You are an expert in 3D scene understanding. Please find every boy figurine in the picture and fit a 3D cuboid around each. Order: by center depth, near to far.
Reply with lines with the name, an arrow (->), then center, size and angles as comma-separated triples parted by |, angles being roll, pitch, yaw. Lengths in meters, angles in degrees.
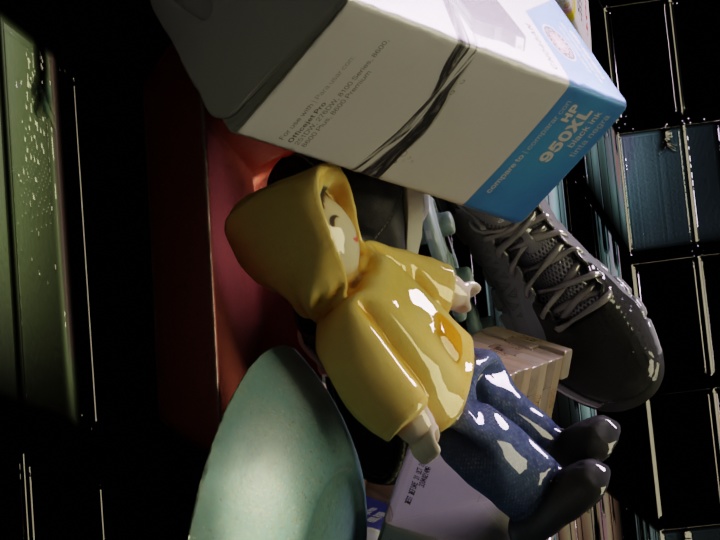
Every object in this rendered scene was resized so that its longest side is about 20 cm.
boy figurine -> 0.025, 0.029, 1.170 | 0.200, 0.064, 0.124 | 46, 32, -12

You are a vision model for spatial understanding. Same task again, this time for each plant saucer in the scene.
plant saucer -> -0.030, 0.134, 1.155 | 0.201, 0.039, 0.202 | 7, 90, -75
plant saucer -> -0.059, 0.008, 1.227 | 0.200, 0.037, 0.200 | 51, 33, -71

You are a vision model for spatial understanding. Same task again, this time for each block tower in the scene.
block tower -> 0.044, 0.078, 1.440 | 0.200, 0.054, 0.058 | -17, 121, -57

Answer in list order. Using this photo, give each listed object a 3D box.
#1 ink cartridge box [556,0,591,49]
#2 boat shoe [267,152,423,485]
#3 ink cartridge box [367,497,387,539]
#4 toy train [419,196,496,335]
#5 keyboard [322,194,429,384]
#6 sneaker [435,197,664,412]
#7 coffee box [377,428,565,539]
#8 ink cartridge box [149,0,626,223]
ink cartridge box -> 0.057, -0.222, 1.667 | 0.200, 0.146, 0.147 | 57, 29, -66
boat shoe -> -0.007, 0.023, 1.268 | 0.068, 0.072, 0.200 | -34, 132, -36
ink cartridge box -> 0.020, 0.180, 1.499 | 0.196, 0.043, 0.201 | -17, 101, -78
toy train -> 0.019, -0.011, 1.534 | 0.200, 0.085, 0.114 | 65, 8, -51
keyboard -> 0.000, 0.000, 1.341 | 0.200, 0.011, 0.056 | 120, -21, -53
sneaker -> 0.095, -0.009, 1.519 | 0.200, 0.075, 0.116 | 52, 0, 21
coffee box -> 0.037, 0.175, 1.274 | 0.114, 0.080, 0.200 | -66, 172, -55
ink cartridge box -> 0.004, -0.115, 1.176 | 0.200, 0.084, 0.145 | 15, 36, -48
